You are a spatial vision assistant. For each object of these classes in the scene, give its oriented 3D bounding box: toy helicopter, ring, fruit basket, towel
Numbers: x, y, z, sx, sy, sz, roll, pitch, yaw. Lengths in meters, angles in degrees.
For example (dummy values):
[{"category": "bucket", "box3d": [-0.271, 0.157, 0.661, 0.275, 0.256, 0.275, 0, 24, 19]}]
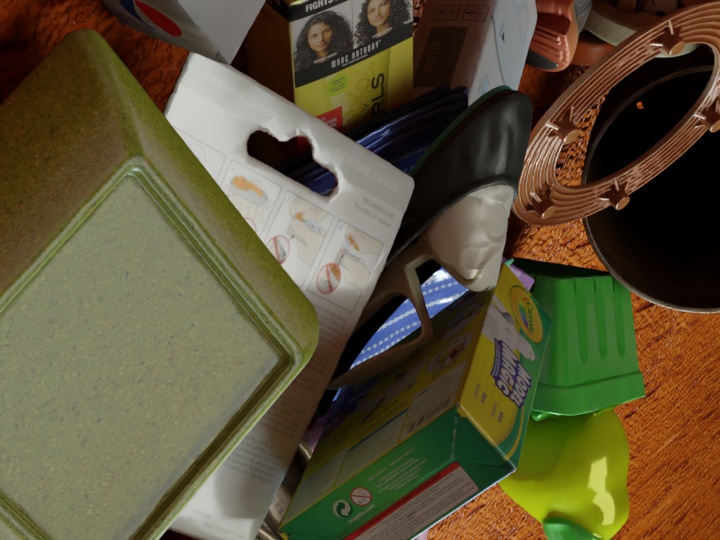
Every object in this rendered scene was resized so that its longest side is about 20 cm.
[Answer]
[{"category": "toy helicopter", "box3d": [0.225, -0.191, 1.328, 0.200, 0.132, 0.079, -37, 144, -51]}, {"category": "ring", "box3d": [0.180, -0.095, 1.230, 0.200, 0.019, 0.201, -29, 154, -16]}, {"category": "fruit basket", "box3d": [0.123, 0.097, 1.357, 0.216, 0.155, 0.216, -34, 128, -58]}, {"category": "towel", "box3d": [0.000, 0.000, 1.015, 0.145, 0.024, 0.200, -26, 143, -18]}]

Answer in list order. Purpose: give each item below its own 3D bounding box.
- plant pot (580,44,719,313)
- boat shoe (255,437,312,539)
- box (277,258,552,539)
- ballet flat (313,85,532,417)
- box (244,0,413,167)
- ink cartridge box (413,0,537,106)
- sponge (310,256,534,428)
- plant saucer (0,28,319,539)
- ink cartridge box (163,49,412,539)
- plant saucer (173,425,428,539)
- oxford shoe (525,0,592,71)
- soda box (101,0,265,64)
[{"category": "plant pot", "box3d": [0.250, -0.095, 1.425, 0.200, 0.187, 0.187, -85, -172, -66]}, {"category": "boat shoe", "box3d": [-0.062, 0.092, 0.994, 0.072, 0.065, 0.200, -46, 132, -17]}, {"category": "box", "box3d": [0.033, 0.069, 0.960, 0.117, 0.048, 0.200, -37, -167, 23]}, {"category": "ballet flat", "box3d": [0.028, -0.002, 0.963, 0.200, 0.068, 0.068, -45, 157, 13]}, {"category": "box", "box3d": [-0.015, -0.083, 0.975, 0.075, 0.050, 0.200, -26, 143, -22]}, {"category": "ink cartridge box", "box3d": [0.075, -0.077, 1.114, 0.200, 0.047, 0.160, 71, 26, -44]}, {"category": "sponge", "box3d": [0.030, 0.071, 1.228, 0.200, 0.030, 0.112, -58, 150, 3]}, {"category": "plant saucer", "box3d": [-0.112, 0.039, 0.783, 0.200, 0.048, 0.200, -50, 131, -16]}, {"category": "ink cartridge box", "box3d": [-0.076, 0.016, 0.882, 0.160, 0.047, 0.200, 28, 85, -44]}, {"category": "plant saucer", "box3d": [-0.045, 0.175, 1.145, 0.200, 0.051, 0.201, -27, 133, -33]}, {"category": "oxford shoe", "box3d": [0.117, -0.199, 1.161, 0.200, 0.071, 0.073, 92, 23, -70]}, {"category": "soda box", "box3d": [-0.044, -0.193, 0.807, 0.200, 0.063, 0.068, -62, 157, -10]}]
